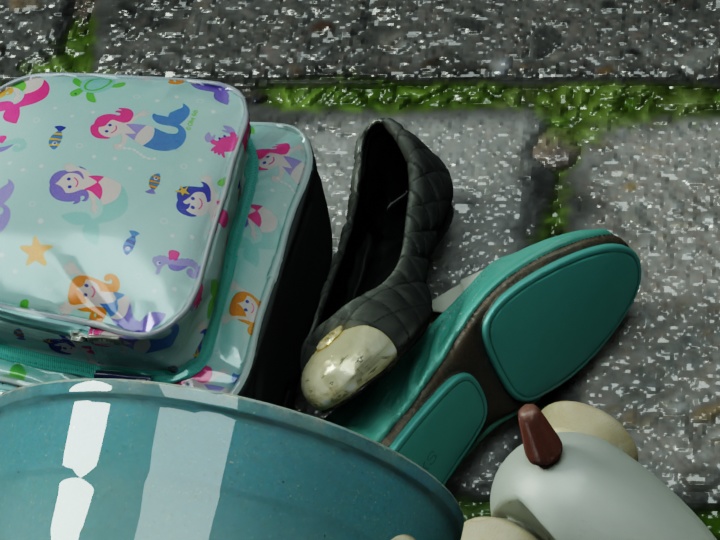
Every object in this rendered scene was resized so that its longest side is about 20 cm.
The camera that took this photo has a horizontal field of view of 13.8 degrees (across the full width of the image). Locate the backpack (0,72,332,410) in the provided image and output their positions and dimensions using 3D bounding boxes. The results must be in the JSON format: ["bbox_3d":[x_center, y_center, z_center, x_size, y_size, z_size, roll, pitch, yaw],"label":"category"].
[{"bbox_3d":[-0.127,0.003,1.323,0.199,0.151,0.178,4,53,17],"label":"backpack"}]

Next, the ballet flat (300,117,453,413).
[{"bbox_3d":[0.000,0.000,1.323,0.066,0.057,0.200,-29,21,24],"label":"ballet flat"}]

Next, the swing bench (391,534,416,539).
[{"bbox_3d":[0.130,0.187,1.072,0.198,0.200,0.130,-2,70,42],"label":"swing bench"}]

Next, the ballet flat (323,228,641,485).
[{"bbox_3d":[0.040,0.043,1.317,0.070,0.067,0.200,16,50,44],"label":"ballet flat"}]

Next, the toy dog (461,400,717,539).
[{"bbox_3d":[0.131,0.105,1.229,0.199,0.096,0.132,2,51,10],"label":"toy dog"}]

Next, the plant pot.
[{"bbox_3d":[-0.073,0.168,1.158,0.199,0.200,0.189,6,67,13],"label":"plant pot"}]
